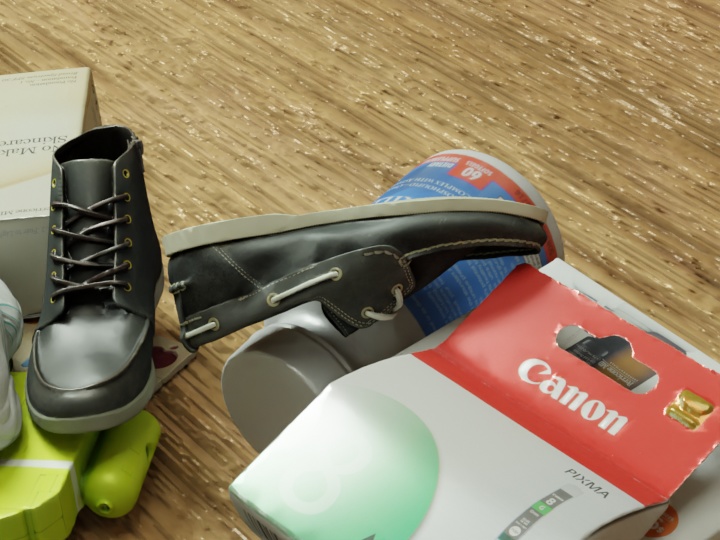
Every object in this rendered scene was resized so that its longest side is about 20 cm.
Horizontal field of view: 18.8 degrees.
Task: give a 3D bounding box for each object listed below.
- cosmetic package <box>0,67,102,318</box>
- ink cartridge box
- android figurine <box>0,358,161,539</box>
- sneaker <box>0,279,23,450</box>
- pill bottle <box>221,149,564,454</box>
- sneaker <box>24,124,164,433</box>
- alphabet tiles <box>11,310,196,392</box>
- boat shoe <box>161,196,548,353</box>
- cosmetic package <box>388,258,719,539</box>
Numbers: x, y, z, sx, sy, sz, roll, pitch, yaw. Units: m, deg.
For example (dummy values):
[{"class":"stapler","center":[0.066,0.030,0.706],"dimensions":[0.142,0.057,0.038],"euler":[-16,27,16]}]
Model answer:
[{"class":"cosmetic package","center":[-0.223,-0.051,1.394],"dimensions":[0.103,0.073,0.200],"euler":[-7,31,0]},{"class":"ink cartridge box","center":[0.062,0.083,1.013],"dimensions":[0.161,0.050,0.200],"euler":[32,70,37]},{"class":"android figurine","center":[-0.205,0.104,1.188],"dimensions":[0.181,0.041,0.200],"euler":[0,32,9]},{"class":"sneaker","center":[-0.226,0.026,1.208],"dimensions":[0.070,0.081,0.200],"euler":[-17,28,-7]},{"class":"pill bottle","center":[0.017,0.026,1.206],"dimensions":[0.112,0.113,0.200],"euler":[18,42,33]},{"class":"sneaker","center":[-0.154,0.002,1.209],"dimensions":[0.074,0.107,0.200],"euler":[-5,29,2]},{"class":"alphabet tiles","center":[-0.224,0.067,1.290],"dimensions":[0.199,0.008,0.167],"euler":[17,42,32]},{"class":"boat shoe","center":[0.000,0.000,1.115],"dimensions":[0.199,0.068,0.072],"euler":[-8,-7,2]},{"class":"cosmetic package","center":[0.113,0.087,1.081],"dimensions":[0.150,0.052,0.200],"euler":[-31,46,-28]}]
